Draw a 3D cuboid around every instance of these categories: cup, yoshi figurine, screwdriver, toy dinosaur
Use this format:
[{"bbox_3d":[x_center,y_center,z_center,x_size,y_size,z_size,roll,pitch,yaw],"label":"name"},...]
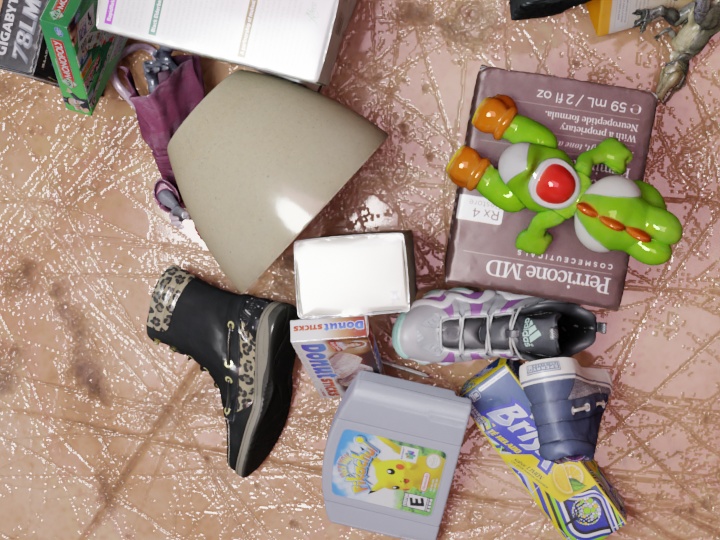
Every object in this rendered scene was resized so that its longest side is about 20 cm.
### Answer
[{"bbox_3d":[-0.092,-0.100,0.994,0.143,0.200,0.200,44,96,-4],"label":"cup"},{"bbox_3d":[0.181,-0.067,0.924,0.200,0.113,0.112,32,55,16],"label":"yoshi figurine"},{"bbox_3d":[-0.023,0.078,1.131,0.199,0.028,0.029,13,123,7],"label":"screwdriver"},{"bbox_3d":[0.318,-0.246,1.024,0.088,0.200,0.048,4,53,-24],"label":"toy dinosaur"}]

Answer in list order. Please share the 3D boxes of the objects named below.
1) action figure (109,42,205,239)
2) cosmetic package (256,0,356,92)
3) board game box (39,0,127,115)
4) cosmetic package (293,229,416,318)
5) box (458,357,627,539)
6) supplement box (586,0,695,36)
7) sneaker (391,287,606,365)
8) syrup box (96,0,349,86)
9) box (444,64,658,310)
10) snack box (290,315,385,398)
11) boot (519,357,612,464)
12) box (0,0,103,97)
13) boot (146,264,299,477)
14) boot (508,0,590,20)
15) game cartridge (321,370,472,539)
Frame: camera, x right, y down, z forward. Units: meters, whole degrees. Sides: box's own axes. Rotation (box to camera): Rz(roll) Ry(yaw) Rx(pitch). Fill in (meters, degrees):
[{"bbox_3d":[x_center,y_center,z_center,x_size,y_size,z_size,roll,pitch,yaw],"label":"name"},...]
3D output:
[{"bbox_3d":[-0.192,-0.121,1.099,0.149,0.134,0.201,14,127,38],"label":"action figure"},{"bbox_3d":[-0.108,-0.287,1.048,0.199,0.165,0.165,22,97,3],"label":"cosmetic package"},{"bbox_3d":[-0.244,-0.268,1.035,0.029,0.135,0.201,15,63,3],"label":"board game box"},{"bbox_3d":[0.000,0.000,1.040,0.103,0.200,0.073,-4,92,4],"label":"cosmetic package"},{"bbox_3d":[0.186,0.184,1.100,0.064,0.070,0.200,-38,90,14],"label":"box"},{"bbox_3d":[0.315,-0.309,1.027,0.199,0.126,0.074,-14,70,5],"label":"supplement box"},{"bbox_3d":[0.140,0.056,1.033,0.199,0.140,0.078,-9,98,-19],"label":"sneaker"},{"bbox_3d":[-0.117,-0.222,0.932,0.199,0.079,0.082,15,98,4],"label":"syrup box"},{"bbox_3d":[0.176,-0.079,1.039,0.165,0.164,0.201,9,94,4],"label":"box"},{"bbox_3d":[-0.018,0.087,1.053,0.072,0.200,0.024,-4,68,5],"label":"snack box"},{"bbox_3d":[0.201,0.141,1.031,0.072,0.200,0.091,-14,74,25],"label":"boot"},{"bbox_3d":[-0.280,-0.278,1.047,0.049,0.199,0.201,14,95,2],"label":"box"},{"bbox_3d":[-0.150,0.102,1.129,0.153,0.073,0.204,22,116,21],"label":"boot"},{"bbox_3d":[0.166,-0.327,1.007,0.076,0.200,0.169,-8,99,1],"label":"boot"},{"bbox_3d":[0.029,0.193,1.086,0.133,0.041,0.201,14,126,7],"label":"game cartridge"}]
